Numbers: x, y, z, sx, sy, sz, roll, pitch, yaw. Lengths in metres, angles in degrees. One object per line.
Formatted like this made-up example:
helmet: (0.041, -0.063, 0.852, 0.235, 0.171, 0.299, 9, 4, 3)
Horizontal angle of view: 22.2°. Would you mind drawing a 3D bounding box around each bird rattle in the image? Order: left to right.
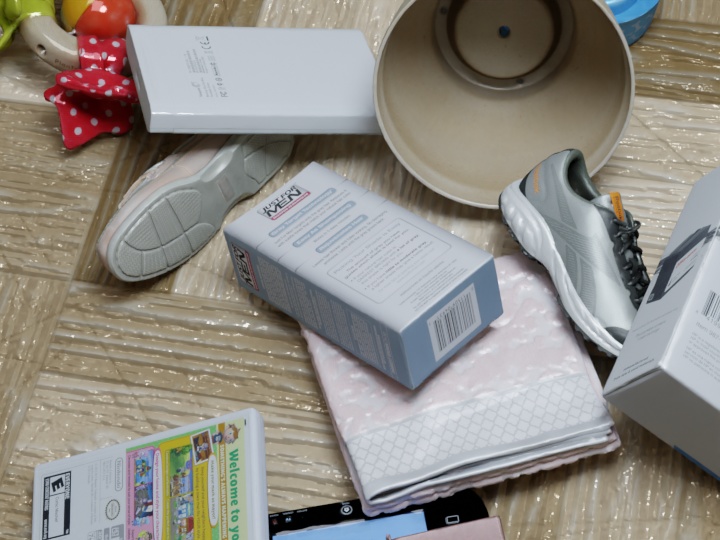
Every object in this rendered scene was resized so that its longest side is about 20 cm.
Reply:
bird rattle: (-0.232, -0.205, 1.548, 0.199, 0.113, 0.163, 32, 49, 20)

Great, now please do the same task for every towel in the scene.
towel: (0.070, 0.077, 1.353, 0.198, 0.032, 0.192, -15, 48, -6)

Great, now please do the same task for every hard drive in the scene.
hard drive: (-0.082, -0.155, 1.482, 0.198, 0.026, 0.132, -1, 38, -17)

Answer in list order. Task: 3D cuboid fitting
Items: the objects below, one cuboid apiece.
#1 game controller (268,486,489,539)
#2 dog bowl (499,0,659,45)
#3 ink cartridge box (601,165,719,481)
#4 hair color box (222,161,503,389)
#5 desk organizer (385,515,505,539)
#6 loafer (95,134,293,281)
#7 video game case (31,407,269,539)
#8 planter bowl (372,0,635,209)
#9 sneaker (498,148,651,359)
game controller: (-0.004, 0.207, 1.283, 0.198, 0.042, 0.105, -9, 56, -1)
dog bowl: (0.158, -0.236, 1.551, 0.198, 0.050, 0.112, 2, 57, 8)
ink cartridge box: (0.279, 0.038, 1.303, 0.145, 0.084, 0.201, 34, 61, -11)
hair color box: (0.000, 0.000, 1.372, 0.099, 0.061, 0.199, -37, 45, -26)
desk organizer: (0.074, 0.267, 1.190, 0.076, 0.072, 0.202, -12, 70, -3)
loafer: (-0.139, -0.065, 1.468, 0.063, 0.072, 0.200, 25, 55, 39)
video game case: (-0.148, 0.207, 1.281, 0.181, 0.022, 0.201, -16, 54, 16)
planter bowl: (0.113, -0.168, 1.443, 0.198, 0.202, 0.135, 0, 29, 6)
sneaker: (0.181, -0.005, 1.360, 0.079, 0.074, 0.201, -45, 65, 24)
